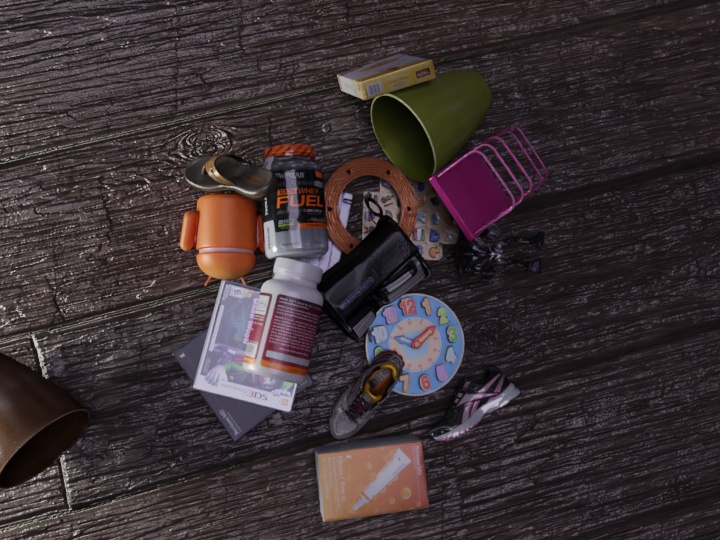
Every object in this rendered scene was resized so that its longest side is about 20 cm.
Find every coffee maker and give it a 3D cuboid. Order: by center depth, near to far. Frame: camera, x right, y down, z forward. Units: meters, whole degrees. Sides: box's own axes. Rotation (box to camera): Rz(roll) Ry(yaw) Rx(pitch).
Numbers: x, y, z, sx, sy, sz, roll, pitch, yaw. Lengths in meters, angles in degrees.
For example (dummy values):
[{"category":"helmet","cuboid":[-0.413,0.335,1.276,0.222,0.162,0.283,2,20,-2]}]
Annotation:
[{"category":"coffee maker","cuboid":[0.000,0.000,1.441,0.200,0.135,0.192,-39,79,-11]}]

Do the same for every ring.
[{"category":"ring","cuboid":[0.017,-0.120,1.510,0.198,0.019,0.203,0,88,-17]}]

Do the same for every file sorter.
[{"category":"file sorter","cuboid":[0.251,-0.174,1.456,0.140,0.125,0.200,55,39,-2]}]

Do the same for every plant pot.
[{"category":"plant pot","cuboid":[-0.618,0.244,1.364,0.200,0.187,0.187,44,82,12]},{"category":"plant pot","cuboid":[0.154,-0.304,1.494,0.199,0.187,0.188,-35,90,-20]}]

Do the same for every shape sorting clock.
[{"category":"shape sorting clock","cuboid":[0.108,0.145,1.512,0.198,0.039,0.202,1,85,-6]}]

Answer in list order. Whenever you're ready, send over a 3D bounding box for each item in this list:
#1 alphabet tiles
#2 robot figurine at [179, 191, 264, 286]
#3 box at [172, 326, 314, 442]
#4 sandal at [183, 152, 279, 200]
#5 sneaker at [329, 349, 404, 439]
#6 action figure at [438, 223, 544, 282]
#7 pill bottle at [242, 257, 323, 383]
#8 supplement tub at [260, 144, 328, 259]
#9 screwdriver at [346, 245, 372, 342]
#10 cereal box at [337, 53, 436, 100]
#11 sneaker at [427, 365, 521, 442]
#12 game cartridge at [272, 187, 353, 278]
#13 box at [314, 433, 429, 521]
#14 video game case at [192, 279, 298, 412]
[{"category":"alphabet tiles","cuboid":[0.102,-0.105,1.548,0.198,0.006,0.168,2,85,-6]},{"category":"robot figurine","cuboid":[-0.253,-0.071,1.450,0.116,0.143,0.202,-4,84,38]},{"category":"box","cuboid":[-0.216,0.181,1.439,0.181,0.104,0.201,-35,90,-10]},{"category":"sandal","cuboid":[-0.237,-0.176,1.383,0.199,0.055,0.082,18,65,31]},{"category":"sneaker","cuboid":[0.005,0.237,1.461,0.078,0.082,0.201,36,98,1]},{"category":"action figure","cuboid":[0.258,-0.034,1.516,0.198,0.102,0.120,3,93,20]},{"category":"pill bottle","cuboid":[-0.127,0.086,1.327,0.112,0.113,0.202,14,83,-5]},{"category":"supplement tub","cuboid":[-0.126,-0.125,1.433,0.121,0.123,0.202,-5,86,-7]},{"category":"screwdriver","cuboid":[0.000,0.042,1.509,0.028,0.029,0.202,-10,85,-10]},{"category":"cereal box","cuboid":[0.045,-0.371,1.468,0.143,0.200,0.040,-20,112,-8]},{"category":"sneaker","cuboid":[0.209,0.259,1.506,0.199,0.080,0.087,-30,77,-16]},{"category":"game cartridge","cuboid":[-0.095,-0.066,1.509,0.128,0.038,0.202,12,84,-1]},{"category":"box","cuboid":[0.019,0.388,1.453,0.198,0.097,0.126,-6,86,-7]},{"category":"video game case","cuboid":[-0.187,0.135,1.383,0.180,0.023,0.202,15,82,-6]}]
